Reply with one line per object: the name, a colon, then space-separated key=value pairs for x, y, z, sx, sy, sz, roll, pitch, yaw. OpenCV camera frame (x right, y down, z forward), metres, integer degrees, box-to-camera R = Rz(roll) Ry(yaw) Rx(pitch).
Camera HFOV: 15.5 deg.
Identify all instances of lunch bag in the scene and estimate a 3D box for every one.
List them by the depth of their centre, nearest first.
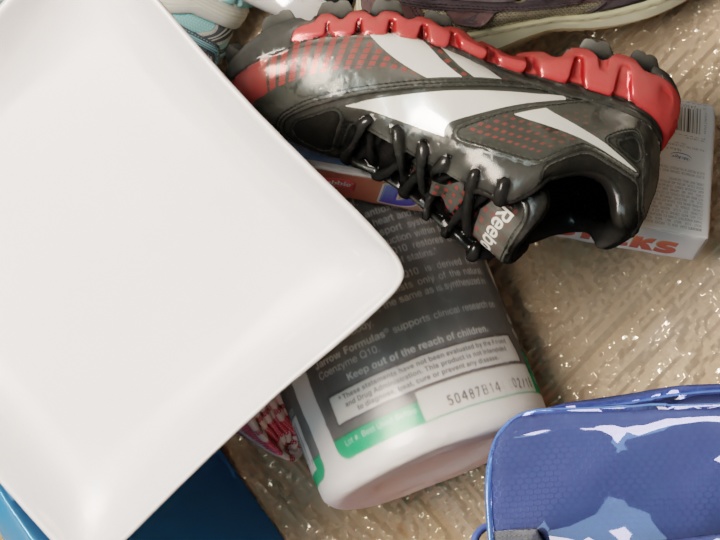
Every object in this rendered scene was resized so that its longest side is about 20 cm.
lunch bag: x=0.144 y=0.118 z=1.149 sx=0.200 sy=0.132 sz=0.136 roll=-6 pitch=84 yaw=24

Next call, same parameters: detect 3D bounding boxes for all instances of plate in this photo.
plate: x=-0.113 y=-0.009 z=1.122 sx=0.200 sy=0.032 sz=0.200 roll=-43 pitch=91 yaw=16

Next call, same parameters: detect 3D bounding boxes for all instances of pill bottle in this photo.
pill bottle: x=0.000 y=0.000 z=1.234 sx=0.113 sy=0.113 sz=0.200 roll=-27 pitch=77 yaw=21

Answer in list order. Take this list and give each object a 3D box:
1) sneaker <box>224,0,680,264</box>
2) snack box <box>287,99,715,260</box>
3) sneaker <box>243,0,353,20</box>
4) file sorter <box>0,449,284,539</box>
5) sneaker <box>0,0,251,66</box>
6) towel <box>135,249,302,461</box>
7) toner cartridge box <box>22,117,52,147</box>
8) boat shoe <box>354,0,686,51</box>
sneaker: x=0.039 y=-0.055 z=1.130 sx=0.200 sy=0.071 sz=0.098 roll=9 pitch=60 yaw=-8
snack box: x=0.059 y=-0.057 z=1.190 sx=0.199 sy=0.024 sz=0.072 roll=10 pitch=62 yaw=-6
sneaker: x=-0.046 y=-0.196 z=1.253 sx=0.112 sy=0.073 sz=0.200 roll=-60 pitch=39 yaw=13
file sorter: x=-0.124 y=0.167 z=1.237 sx=0.123 sy=0.200 sz=0.139 roll=-43 pitch=71 yaw=21
sneaker: x=-0.150 y=-0.130 z=1.282 sx=0.087 sy=0.200 sz=0.078 roll=-70 pitch=24 yaw=16
towel: x=-0.116 y=0.024 z=1.249 sx=0.146 sy=0.200 sz=0.030 roll=19 pitch=66 yaw=27
toner cartridge box: x=-0.133 y=-0.055 z=1.246 sx=0.200 sy=0.095 sz=0.043 roll=163 pitch=117 yaw=-68
boat shoe: x=0.092 y=-0.148 z=1.182 sx=0.200 sy=0.065 sz=0.072 roll=-18 pitch=67 yaw=-9
